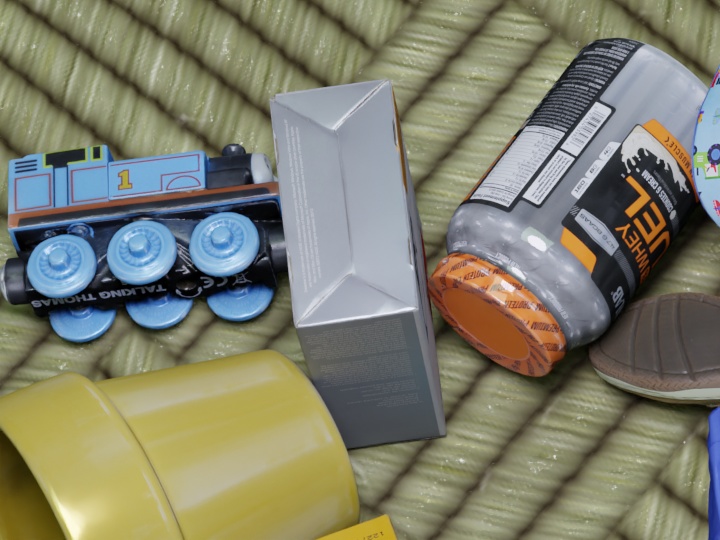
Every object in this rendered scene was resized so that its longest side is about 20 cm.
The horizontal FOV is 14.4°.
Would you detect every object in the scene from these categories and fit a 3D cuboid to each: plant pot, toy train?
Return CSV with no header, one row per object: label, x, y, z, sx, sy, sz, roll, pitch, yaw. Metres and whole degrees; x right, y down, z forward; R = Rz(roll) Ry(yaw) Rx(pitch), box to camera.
plant pot,-0.111,0.141,1.714,0.188,0.201,0.201,-23,64,-20
toy train,-0.137,-0.025,1.843,0.199,0.087,0.115,-8,59,5

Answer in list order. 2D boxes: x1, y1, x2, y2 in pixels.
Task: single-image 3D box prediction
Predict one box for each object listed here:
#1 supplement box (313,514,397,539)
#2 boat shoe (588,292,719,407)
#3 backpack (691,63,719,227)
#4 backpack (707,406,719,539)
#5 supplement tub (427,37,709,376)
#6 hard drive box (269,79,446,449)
supplement box,-0.001,0.289,1.598,0.132,0.198,0.201,-19,50,-2
boat shoe,0.240,0.062,1.765,0.199,0.076,0.072,3,60,33
backpack,0.313,-0.072,1.745,0.199,0.134,0.183,32,70,-15
backpack,0.282,0.144,1.654,0.161,0.200,0.169,2,56,10
supplement tub,0.137,-0.039,1.790,0.122,0.123,0.200,32,71,19
hard drive box,0.000,0.000,1.750,0.076,0.200,0.157,-8,65,3
